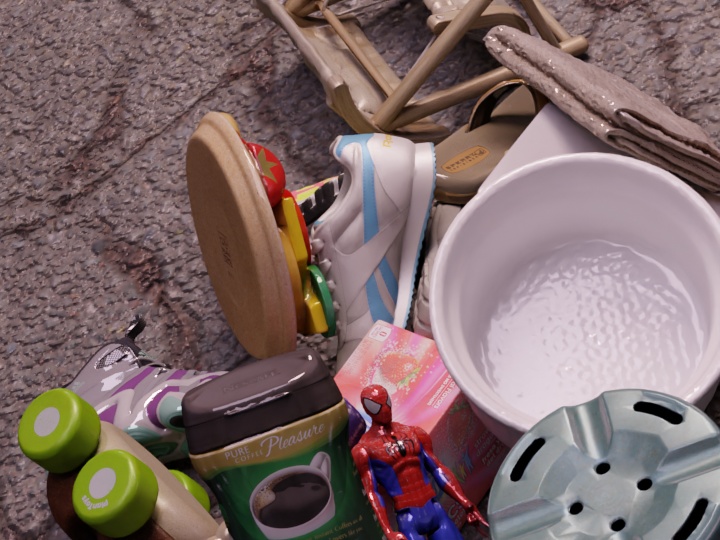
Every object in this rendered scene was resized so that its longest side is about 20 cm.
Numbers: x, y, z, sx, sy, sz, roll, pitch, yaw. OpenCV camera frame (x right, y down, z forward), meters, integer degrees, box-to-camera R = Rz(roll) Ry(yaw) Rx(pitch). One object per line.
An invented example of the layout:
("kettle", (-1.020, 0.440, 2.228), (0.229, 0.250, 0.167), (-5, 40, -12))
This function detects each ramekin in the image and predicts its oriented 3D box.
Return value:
("ramekin", (0.147, 0.033, 1.513), (0.200, 0.098, 0.201), (-2, 66, 6))

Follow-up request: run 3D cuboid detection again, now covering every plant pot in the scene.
("plant pot", (0.175, 0.186, 1.396), (0.200, 0.196, 0.201), (-14, 47, 16))

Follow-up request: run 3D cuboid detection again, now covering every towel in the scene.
("towel", (0.182, -0.120, 1.690), (0.035, 0.132, 0.200), (-61, 34, 11))

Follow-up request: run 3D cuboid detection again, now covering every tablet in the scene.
("tablet", (0.192, -0.037, 1.631), (0.200, 0.014, 0.130), (31, 47, 9))

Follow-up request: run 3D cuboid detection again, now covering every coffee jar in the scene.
("coffee jar", (-0.038, 0.153, 1.449), (0.104, 0.201, 0.085), (-19, 4, -3))

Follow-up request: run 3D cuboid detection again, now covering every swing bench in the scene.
("swing bench", (0.039, -0.210, 1.882), (0.200, 0.130, 0.199), (-36, 44, 2))

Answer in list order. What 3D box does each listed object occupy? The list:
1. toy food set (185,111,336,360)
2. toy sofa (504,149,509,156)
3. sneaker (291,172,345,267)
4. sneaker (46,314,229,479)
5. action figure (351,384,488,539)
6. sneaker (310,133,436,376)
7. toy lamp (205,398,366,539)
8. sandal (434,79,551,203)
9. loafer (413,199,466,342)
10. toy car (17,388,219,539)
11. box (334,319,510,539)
("toy food set", (-0.077, -0.021, 1.696), (0.049, 0.199, 0.200), (-17, 4, -16))
("toy sofa", (0.161, -0.004, 1.658), (0.097, 0.083, 0.200), (-14, 46, 17))
("sneaker", (-0.032, -0.031, 1.802), (0.200, 0.078, 0.090), (-13, 3, 35))
("sneaker", (-0.148, 0.083, 1.744), (0.200, 0.078, 0.140), (-20, 45, 10))
("action figure", (0.043, 0.167, 1.501), (0.065, 0.052, 0.200), (-20, 80, -19))
("sneaker", (0.000, 0.000, 1.687), (0.081, 0.077, 0.201), (10, 93, -5))
("toy lamp", (-0.074, 0.160, 1.512), (0.200, 0.058, 0.058), (-46, 46, -16))
("sandal", (0.113, -0.113, 1.770), (0.080, 0.054, 0.200), (25, 41, 35))
("loafer", (0.076, 0.003, 1.688), (0.070, 0.070, 0.200), (11, 26, -3))
("toy car", (-0.197, 0.215, 1.605), (0.200, 0.164, 0.158), (-49, 45, -2))
("box", (0.009, 0.147, 1.590), (0.102, 0.095, 0.200), (20, 63, 38))
